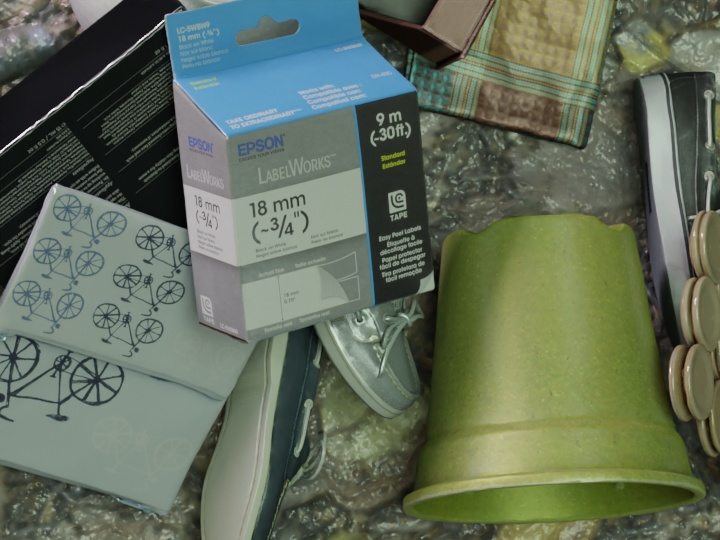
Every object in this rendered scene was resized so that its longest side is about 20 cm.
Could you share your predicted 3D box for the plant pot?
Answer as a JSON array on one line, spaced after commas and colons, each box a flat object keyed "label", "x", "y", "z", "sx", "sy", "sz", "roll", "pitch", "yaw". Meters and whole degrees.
[{"label": "plant pot", "x": 0.124, "y": 0.065, "z": 1.672, "sx": 0.200, "sy": 0.200, "sz": 0.184, "roll": 2, "pitch": 76, "yaw": -15}]

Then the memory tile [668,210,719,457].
[{"label": "memory tile", "x": 0.251, "y": 0.064, "z": 1.700, "sx": 0.017, "sy": 0.200, "sz": 0.153, "roll": -4, "pitch": 61, "yaw": 25}]

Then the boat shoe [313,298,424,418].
[{"label": "boat shoe", "x": 0.000, "y": -0.001, "z": 1.679, "sx": 0.065, "sy": 0.074, "sz": 0.202, "roll": -20, "pitch": 87, "yaw": 21}]

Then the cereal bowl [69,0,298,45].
[{"label": "cereal bowl", "x": -0.093, "y": -0.213, "z": 1.663, "sx": 0.200, "sy": 0.083, "sz": 0.200, "roll": 0, "pitch": 89, "yaw": -15}]

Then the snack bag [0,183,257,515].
[{"label": "snack bag", "x": -0.159, "y": 0.056, "z": 1.603, "sx": 0.188, "sy": 0.021, "sz": 0.200, "roll": 20, "pitch": 106, "yaw": -33}]

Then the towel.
[{"label": "towel", "x": 0.112, "y": -0.197, "z": 1.751, "sx": 0.146, "sy": 0.022, "sz": 0.200, "roll": 13, "pitch": 85, "yaw": -14}]

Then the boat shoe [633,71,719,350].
[{"label": "boat shoe", "x": 0.235, "y": -0.040, "z": 1.754, "sx": 0.068, "sy": 0.074, "sz": 0.200, "roll": -6, "pitch": 80, "yaw": -1}]

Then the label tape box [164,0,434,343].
[{"label": "label tape box", "x": -0.036, "y": -0.070, "z": 1.568, "sx": 0.144, "sy": 0.063, "sz": 0.200, "roll": -16, "pitch": 110, "yaw": -30}]

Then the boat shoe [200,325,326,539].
[{"label": "boat shoe", "x": -0.060, "y": 0.111, "z": 1.665, "sx": 0.062, "sy": 0.075, "sz": 0.200, "roll": 18, "pitch": 69, "yaw": -35}]

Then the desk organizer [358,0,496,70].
[{"label": "desk organizer", "x": 0.076, "y": -0.243, "z": 1.697, "sx": 0.077, "sy": 0.072, "sz": 0.200, "roll": 30, "pitch": 82, "yaw": -10}]

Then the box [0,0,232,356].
[{"label": "box", "x": -0.161, "y": -0.066, "z": 1.601, "sx": 0.200, "sy": 0.079, "sz": 0.141, "roll": -38, "pitch": 118, "yaw": -2}]
